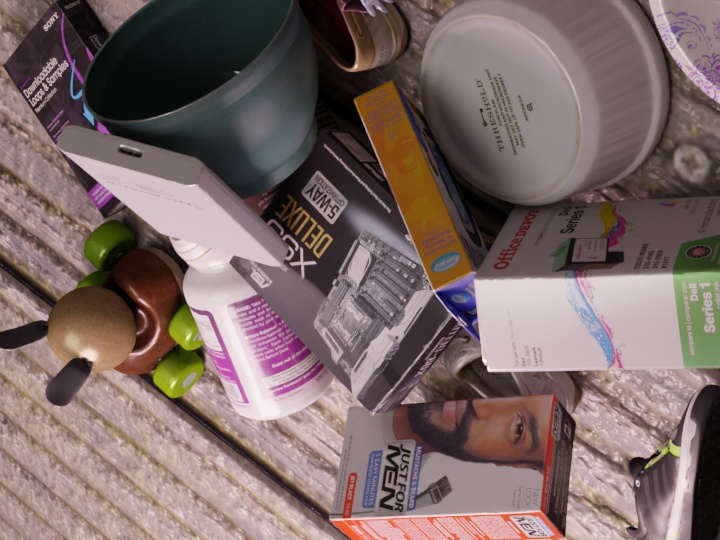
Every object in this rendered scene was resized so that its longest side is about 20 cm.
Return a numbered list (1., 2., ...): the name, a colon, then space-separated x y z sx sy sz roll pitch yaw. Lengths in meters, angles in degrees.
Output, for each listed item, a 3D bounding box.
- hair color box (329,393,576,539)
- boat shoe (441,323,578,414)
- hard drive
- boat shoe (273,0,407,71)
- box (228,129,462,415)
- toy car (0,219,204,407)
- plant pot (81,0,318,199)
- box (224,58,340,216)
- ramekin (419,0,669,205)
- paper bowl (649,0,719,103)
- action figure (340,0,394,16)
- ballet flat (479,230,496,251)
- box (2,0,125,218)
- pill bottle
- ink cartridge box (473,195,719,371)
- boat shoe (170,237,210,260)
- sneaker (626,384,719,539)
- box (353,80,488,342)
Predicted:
1. hair color box: 0.080 0.173 1.516 0.200 0.111 0.064 -6 147 26
2. boat shoe: 0.105 0.069 1.575 0.200 0.069 0.071 42 136 16
3. hard drive: -0.152 -0.060 1.460 0.132 0.026 0.200 16 168 22
4. boat shoe: -0.045 -0.252 1.522 0.200 0.069 0.074 46 137 12
5. box: 0.000 0.000 1.523 0.200 0.050 0.158 46 114 19
6. toy car: -0.279 0.071 1.842 0.164 0.200 0.158 40 136 18
7. plant pot: -0.116 -0.145 1.489 0.200 0.200 0.134 7 140 41
8. box: -0.061 -0.094 1.611 0.100 0.075 0.200 -32 89 24
9. ramekin: 0.137 -0.144 1.397 0.202 0.094 0.203 22 128 32
10. paper bowl: 0.304 -0.207 1.193 0.200 0.104 0.201 24 129 33
11. action figure: -0.027 -0.302 1.417 0.134 0.149 0.200 -49 46 38
12. ballet flat: 0.117 -0.006 1.523 0.200 0.065 0.071 28 126 26
13. box: -0.281 -0.170 1.822 0.200 0.036 0.143 56 138 3
14. pill bottle: -0.106 0.036 1.709 0.112 0.112 0.200 4 125 42
15. ink cartridge box: 0.201 0.009 1.346 0.200 0.145 0.084 -2 114 21
16. boat shoe: -0.167 -0.090 1.640 0.071 0.200 0.069 -32 127 16
17. sneaker: 0.261 0.176 1.492 0.083 0.072 0.200 27 130 31
18. box: 0.063 -0.043 1.398 0.041 0.119 0.200 -28 69 11
